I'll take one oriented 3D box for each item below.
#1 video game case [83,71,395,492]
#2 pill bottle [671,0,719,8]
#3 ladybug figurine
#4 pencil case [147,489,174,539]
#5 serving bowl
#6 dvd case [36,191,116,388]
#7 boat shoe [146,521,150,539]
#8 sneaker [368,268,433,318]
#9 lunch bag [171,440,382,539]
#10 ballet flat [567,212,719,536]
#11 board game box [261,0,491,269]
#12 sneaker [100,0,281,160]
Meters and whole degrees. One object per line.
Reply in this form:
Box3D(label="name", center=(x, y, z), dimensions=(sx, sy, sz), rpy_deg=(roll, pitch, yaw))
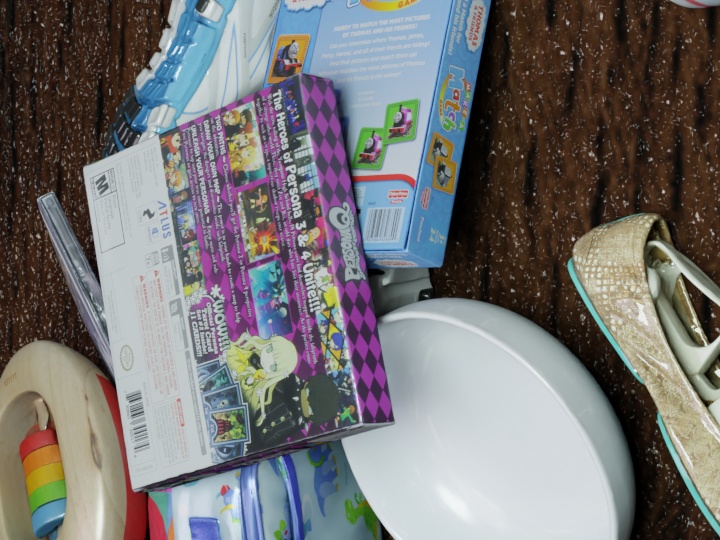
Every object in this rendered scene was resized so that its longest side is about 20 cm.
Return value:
Box3D(label="video game case", center=(-0.074, 0.011, 1.164), dimensions=(0.180, 0.036, 0.202), rpy_deg=(-20, 75, 37))
Box3D(label="pill bottle", center=(0.224, -0.190, 0.949), dimensions=(0.199, 0.108, 0.110), rpy_deg=(-6, 94, 45))
Box3D(label="ladybug figurine", center=(-0.193, 0.145, 1.373), dimensions=(0.135, 0.072, 0.201), rpy_deg=(-33, 60, 42))
Box3D(label="pencil case", center=(-0.093, 0.217, 1.345), dimensions=(0.088, 0.088, 0.202), rpy_deg=(-5, 84, 45))
Box3D(label="serving bowl", center=(0.081, 0.098, 1.169), dimensions=(0.199, 0.066, 0.201), rpy_deg=(27, 134, 32))
Box3D(label="dvd case", center=(-0.172, 0.046, 1.378), dimensions=(0.149, 0.016, 0.200), rpy_deg=(62, 170, 16))
Box3D(label="boat shoe", center=(-0.122, 0.234, 1.421), dimensions=(0.068, 0.072, 0.201), rpy_deg=(-27, 89, 40))
Box3D(label="sneaker", center=(0.000, 0.000, 1.248), dimensions=(0.090, 0.066, 0.202), rpy_deg=(24, 111, 42))
Box3D(label="lunch bag", center=(-0.047, 0.192, 1.261), dimensions=(0.082, 0.160, 0.202), rpy_deg=(-3, 94, 29))
Box3D(label="ballet flat", center=(0.181, 0.056, 1.078), dimensions=(0.065, 0.070, 0.201), rpy_deg=(-37, 76, 28))
Box3D(label="board game box", center=(0.001, -0.101, 1.186), dimensions=(0.151, 0.036, 0.202), rpy_deg=(-1, 73, 45))
Box3D(label="sneaker", center=(-0.094, -0.110, 1.278), dimensions=(0.201, 0.086, 0.075), rpy_deg=(-61, 31, 12))
